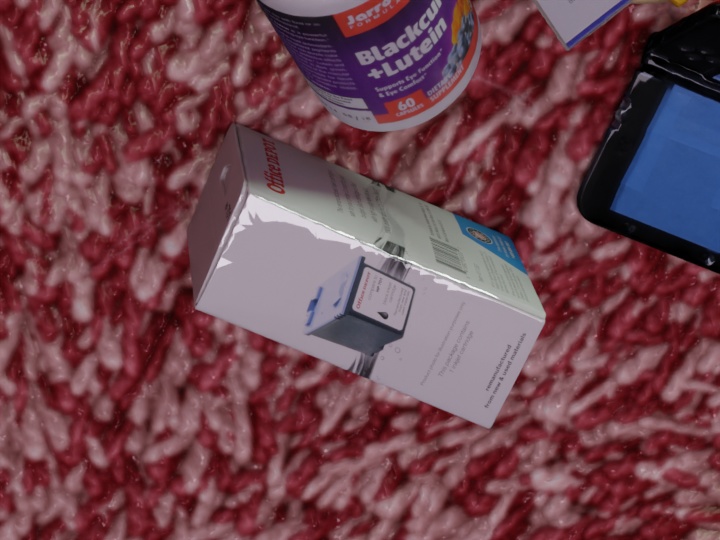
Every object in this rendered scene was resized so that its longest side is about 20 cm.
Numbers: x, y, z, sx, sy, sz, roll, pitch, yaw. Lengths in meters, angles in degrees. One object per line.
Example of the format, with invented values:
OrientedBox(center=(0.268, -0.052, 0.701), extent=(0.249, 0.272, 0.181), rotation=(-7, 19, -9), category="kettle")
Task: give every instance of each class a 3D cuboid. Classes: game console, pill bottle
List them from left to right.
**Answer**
OrientedBox(center=(-0.007, -0.175, 1.421), extent=(0.111, 0.112, 0.200), rotation=(-30, 147, 3), category="pill bottle")
OrientedBox(center=(0.263, -0.067, 1.539), extent=(0.199, 0.172, 0.120), rotation=(20, 78, -13), category="game console")

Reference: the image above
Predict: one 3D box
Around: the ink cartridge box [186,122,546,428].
OrientedBox(center=(0.000, 0.000, 1.509), extent=(0.199, 0.147, 0.086), rotation=(21, 106, -12), category="ink cartridge box")

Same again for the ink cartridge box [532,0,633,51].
OrientedBox(center=(0.141, -0.267, 1.432), extent=(0.197, 0.047, 0.201), rotation=(-36, 88, 22), category="ink cartridge box")

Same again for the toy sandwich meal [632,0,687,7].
OrientedBox(center=(0.184, -0.254, 1.488), extent=(0.203, 0.070, 0.207), rotation=(-2, 108, -6), category="toy sandwich meal")
